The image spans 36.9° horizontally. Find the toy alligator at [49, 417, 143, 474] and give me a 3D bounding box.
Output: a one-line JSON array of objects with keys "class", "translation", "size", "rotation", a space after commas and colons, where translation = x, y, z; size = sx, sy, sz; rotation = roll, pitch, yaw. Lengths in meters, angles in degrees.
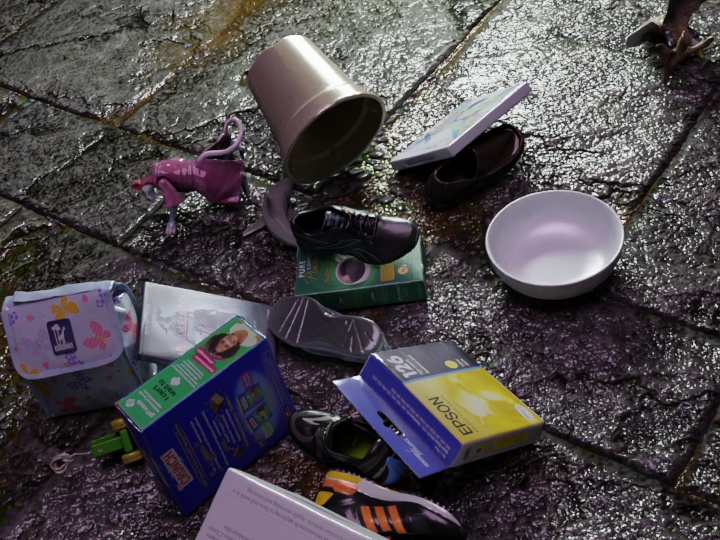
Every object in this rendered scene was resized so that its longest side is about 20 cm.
[{"class": "toy alligator", "translation": [-0.325, 0.232, 1.478], "size": [0.197, 0.060, 0.054], "rotation": [-18, 1, -2]}]

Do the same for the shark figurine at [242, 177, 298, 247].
[{"class": "shark figurine", "translation": [-0.120, -0.087, 1.724], "size": [0.127, 0.090, 0.214], "rotation": [-31, 44, -15]}]

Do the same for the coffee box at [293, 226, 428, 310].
[{"class": "coffee box", "translation": [0.000, 0.000, 1.632], "size": [0.197, 0.044, 0.124], "rotation": [-8, 44, 6]}]

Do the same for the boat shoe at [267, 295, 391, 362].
[{"class": "boat shoe", "translation": [-0.047, 0.090, 1.548], "size": [0.200, 0.065, 0.075], "rotation": [11, 68, 32]}]

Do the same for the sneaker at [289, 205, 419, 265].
[{"class": "sneaker", "translation": [-0.012, -0.055, 1.590], "size": [0.197, 0.079, 0.077], "rotation": [0, 69, 17]}]

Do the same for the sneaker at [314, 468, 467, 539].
[{"class": "sneaker", "translation": [0.031, 0.311, 1.299], "size": [0.198, 0.070, 0.091], "rotation": [14, 65, 27]}]

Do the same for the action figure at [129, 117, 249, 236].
[{"class": "action figure", "translation": [-0.287, -0.156, 1.803], "size": [0.197, 0.150, 0.135], "rotation": [-6, 48, -11]}]

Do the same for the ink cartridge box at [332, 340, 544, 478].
[{"class": "ink cartridge box", "translation": [0.098, 0.167, 1.374], "size": [0.198, 0.048, 0.197], "rotation": [-5, 34, -39]}]

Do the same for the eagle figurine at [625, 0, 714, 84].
[{"class": "eagle figurine", "translation": [0.544, -0.425, 1.869], "size": [0.150, 0.151, 0.202], "rotation": [-5, 54, 24]}]

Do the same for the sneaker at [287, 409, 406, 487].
[{"class": "sneaker", "translation": [-0.023, 0.211, 1.379], "size": [0.198, 0.083, 0.071], "rotation": [15, 58, 47]}]

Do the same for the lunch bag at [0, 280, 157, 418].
[{"class": "lunch bag", "translation": [-0.394, 0.104, 1.517], "size": [0.167, 0.202, 0.128], "rotation": [-8, 43, 5]}]

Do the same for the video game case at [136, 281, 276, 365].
[{"class": "video game case", "translation": [-0.218, 0.089, 1.549], "size": [0.197, 0.019, 0.144], "rotation": [12, 41, -17]}]

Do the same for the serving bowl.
[{"class": "serving bowl", "translation": [0.282, -0.027, 1.568], "size": [0.197, 0.066, 0.202], "rotation": [-7, 44, 7]}]

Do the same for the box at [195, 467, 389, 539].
[{"class": "box", "translation": [-0.052, 0.328, 1.174], "size": [0.197, 0.200, 0.132], "rotation": [20, 78, 30]}]

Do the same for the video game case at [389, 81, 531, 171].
[{"class": "video game case", "translation": [0.163, -0.237, 1.779], "size": [0.199, 0.022, 0.182], "rotation": [-40, 16, -25]}]

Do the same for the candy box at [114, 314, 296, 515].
[{"class": "candy box", "translation": [-0.194, 0.187, 1.400], "size": [0.199, 0.171, 0.077], "rotation": [-37, 43, -23]}]

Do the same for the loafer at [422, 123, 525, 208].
[{"class": "loafer", "translation": [0.188, -0.172, 1.726], "size": [0.199, 0.072, 0.073], "rotation": [-38, 75, -16]}]

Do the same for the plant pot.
[{"class": "plant pot", "translation": [-0.089, -0.279, 1.788], "size": [0.199, 0.201, 0.184], "rotation": [-30, 67, -16]}]
